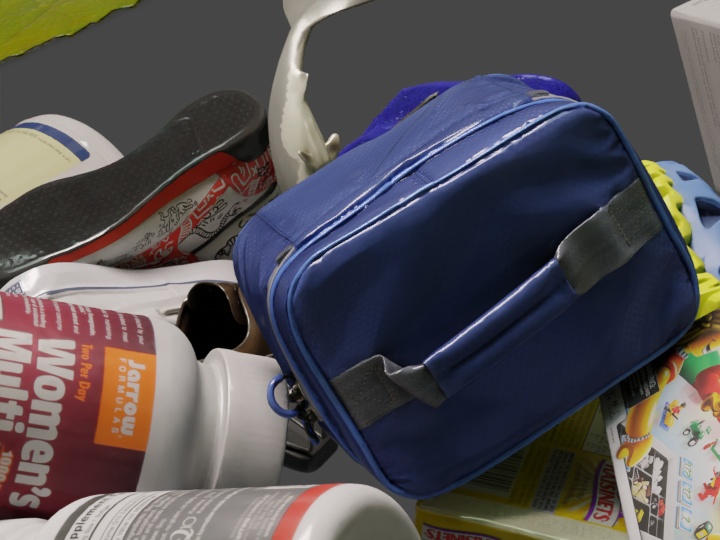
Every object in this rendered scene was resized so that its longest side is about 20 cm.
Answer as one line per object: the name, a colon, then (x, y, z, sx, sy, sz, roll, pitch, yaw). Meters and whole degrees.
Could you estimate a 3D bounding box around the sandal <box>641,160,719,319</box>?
sandal: (0.183, 0.014, 1.298, 0.087, 0.080, 0.200, 3, 34, -21)

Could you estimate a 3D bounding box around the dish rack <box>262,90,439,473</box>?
dish rack: (0.000, 0.000, 1.342, 0.055, 0.200, 0.153, 27, 50, 20)

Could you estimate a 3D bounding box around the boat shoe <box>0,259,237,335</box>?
boat shoe: (-0.118, 0.039, 1.484, 0.200, 0.065, 0.074, -2, -36, -43)

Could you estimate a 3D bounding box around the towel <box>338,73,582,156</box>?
towel: (0.045, -0.072, 1.685, 0.147, 0.050, 0.200, -7, 23, 28)

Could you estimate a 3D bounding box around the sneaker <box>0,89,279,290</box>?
sneaker: (-0.129, -0.013, 1.516, 0.201, 0.108, 0.067, -33, 47, -22)

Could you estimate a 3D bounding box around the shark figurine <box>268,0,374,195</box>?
shark figurine: (-0.027, -0.058, 1.495, 0.128, 0.215, 0.089, -24, 3, -28)

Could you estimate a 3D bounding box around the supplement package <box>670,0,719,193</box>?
supplement package: (0.284, -0.099, 1.458, 0.120, 0.121, 0.200, -24, 22, -18)

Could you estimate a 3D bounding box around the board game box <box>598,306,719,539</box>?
board game box: (0.172, 0.084, 1.111, 0.126, 0.035, 0.200, -30, 31, 16)

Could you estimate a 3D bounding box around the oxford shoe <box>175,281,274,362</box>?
oxford shoe: (-0.055, 0.034, 1.454, 0.073, 0.085, 0.200, -11, 19, 28)

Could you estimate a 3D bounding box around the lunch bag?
lunch bag: (0.042, 0.008, 1.185, 0.200, 0.136, 0.132, -34, 16, -9)

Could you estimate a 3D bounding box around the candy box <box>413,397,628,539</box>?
candy box: (0.097, 0.082, 1.247, 0.102, 0.026, 0.200, 15, 29, 10)

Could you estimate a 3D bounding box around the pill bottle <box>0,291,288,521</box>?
pill bottle: (-0.141, 0.069, 1.226, 0.200, 0.110, 0.110, 10, 15, -15)

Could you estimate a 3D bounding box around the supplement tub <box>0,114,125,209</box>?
supplement tub: (-0.230, 0.008, 1.573, 0.200, 0.145, 0.145, -33, 26, -34)

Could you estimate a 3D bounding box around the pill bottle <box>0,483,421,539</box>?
pill bottle: (-0.078, 0.153, 1.132, 0.200, 0.116, 0.116, -6, 24, 30)
